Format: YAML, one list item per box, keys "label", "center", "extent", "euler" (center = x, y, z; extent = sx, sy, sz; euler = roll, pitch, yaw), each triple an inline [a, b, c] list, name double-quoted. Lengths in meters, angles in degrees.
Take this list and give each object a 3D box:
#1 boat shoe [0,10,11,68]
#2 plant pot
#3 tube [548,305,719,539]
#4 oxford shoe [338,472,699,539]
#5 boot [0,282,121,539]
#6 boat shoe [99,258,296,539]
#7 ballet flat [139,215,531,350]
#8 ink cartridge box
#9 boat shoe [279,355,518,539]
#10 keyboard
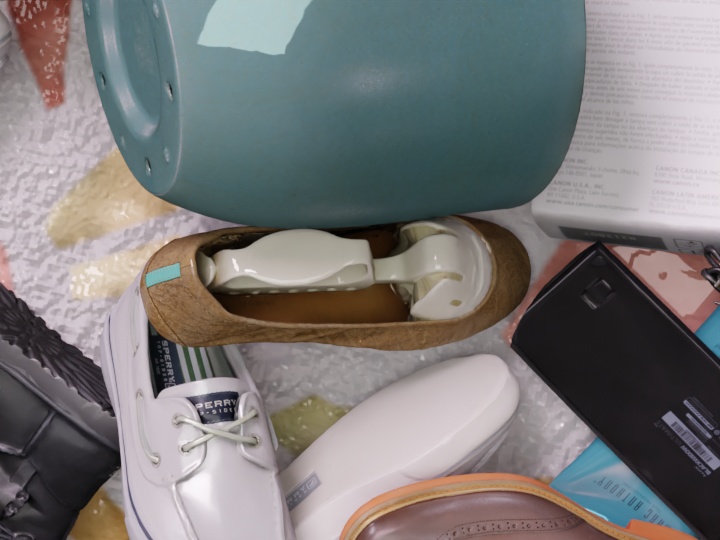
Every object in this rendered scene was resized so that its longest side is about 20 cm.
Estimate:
- label: "boat shoe"
  center: [-0.242, -0.052, 0.848]
  extent: [0.200, 0.072, 0.069]
  euler: [-38, 107, 3]
- label: "plant pot"
  center: [-0.025, -0.108, 0.727]
  extent: [0.161, 0.200, 0.201]
  euler: [-13, 94, -23]
- label: "tube"
  center: [0.181, 0.054, 0.831]
  extent: [0.077, 0.050, 0.200]
  euler: [38, 103, 9]
- label: "oxford shoe"
  center: [0.088, 0.147, 0.787]
  extent: [0.200, 0.073, 0.071]
  euler: [12, 119, -16]
- label: "boot"
  center: [-0.225, 0.106, 0.864]
  extent: [0.165, 0.066, 0.200]
  euler: [39, 102, 3]
- label: "boat shoe"
  center: [-0.077, 0.075, 0.788]
  extent: [0.073, 0.200, 0.067]
  euler: [-6, 138, -30]
- label: "ballet flat"
  center: [0.000, 0.000, 0.787]
  extent: [0.200, 0.072, 0.068]
  euler: [0, 75, -21]
- label: "ink cartridge box"
  center: [0.177, -0.107, 0.801]
  extent: [0.162, 0.057, 0.200]
  euler: [7, 75, 22]
- label: "boat shoe"
  center: [0.004, 0.123, 0.837]
  extent: [0.200, 0.072, 0.069]
  euler: [-41, 118, -1]
- label: "keyboard"
  center: [0.174, 0.062, 0.796]
  extent: [0.200, 0.021, 0.127]
  euler: [45, 126, -1]
